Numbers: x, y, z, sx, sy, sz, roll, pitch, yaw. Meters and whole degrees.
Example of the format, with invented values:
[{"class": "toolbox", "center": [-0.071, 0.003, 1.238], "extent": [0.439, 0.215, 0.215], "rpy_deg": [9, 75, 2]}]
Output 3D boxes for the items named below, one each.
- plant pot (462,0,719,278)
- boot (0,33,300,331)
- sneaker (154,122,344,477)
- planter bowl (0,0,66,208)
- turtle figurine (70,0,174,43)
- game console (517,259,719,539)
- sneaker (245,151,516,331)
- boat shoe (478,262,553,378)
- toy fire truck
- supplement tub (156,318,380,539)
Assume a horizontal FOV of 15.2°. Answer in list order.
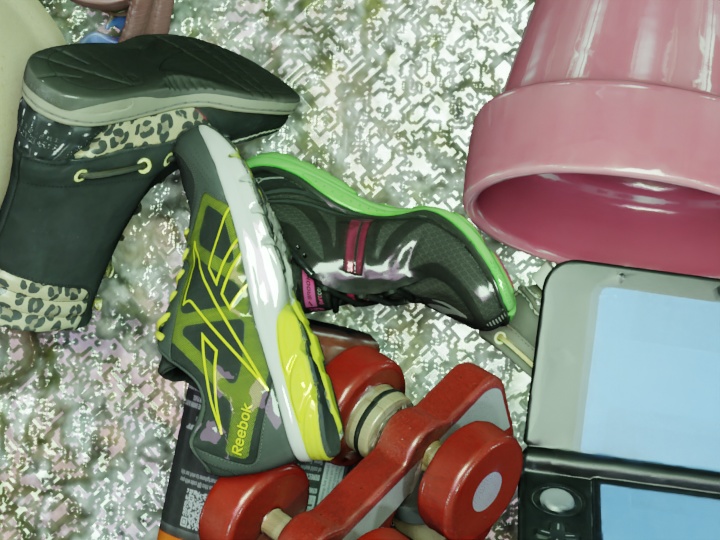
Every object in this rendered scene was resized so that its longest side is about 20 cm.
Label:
[{"class": "plant pot", "center": [0.164, -0.105, 1.484], "extent": [0.199, 0.200, 0.180], "rpy_deg": [7, 75, 6]}, {"class": "boot", "center": [-0.131, -0.049, 1.512], "extent": [0.073, 0.203, 0.154], "rpy_deg": [36, 115, 29]}, {"class": "sneaker", "center": [-0.075, 0.016, 1.423], "extent": [0.084, 0.074, 0.201], "rpy_deg": [-20, 67, 4]}, {"class": "planter bowl", "center": [-0.272, -0.074, 1.506], "extent": [0.200, 0.135, 0.201], "rpy_deg": [9, 123, 15]}, {"class": "turtle figurine", "center": [-0.149, -0.226, 1.510], "extent": [0.144, 0.194, 0.201], "rpy_deg": [20, 89, 8]}, {"class": "game console", "center": [0.189, 0.095, 1.439], "extent": [0.199, 0.176, 0.117], "rpy_deg": [7, 119, 0]}, {"class": "sneaker", "center": [0.000, 0.000, 1.524], "extent": [0.200, 0.077, 0.084], "rpy_deg": [19, 56, 30]}, {"class": "boat shoe", "center": [0.148, 0.090, 1.535], "extent": [0.060, 0.072, 0.202], "rpy_deg": [-39, 84, 4]}, {"class": "toy fire truck", "center": [0.011, 0.150, 1.477], "extent": [0.112, 0.168, 0.200], "rpy_deg": [31, 63, 30]}, {"class": "supplement tub", "center": [-0.058, 0.125, 1.540], "extent": [0.107, 0.107, 0.201], "rpy_deg": [12, 92, 6]}]
